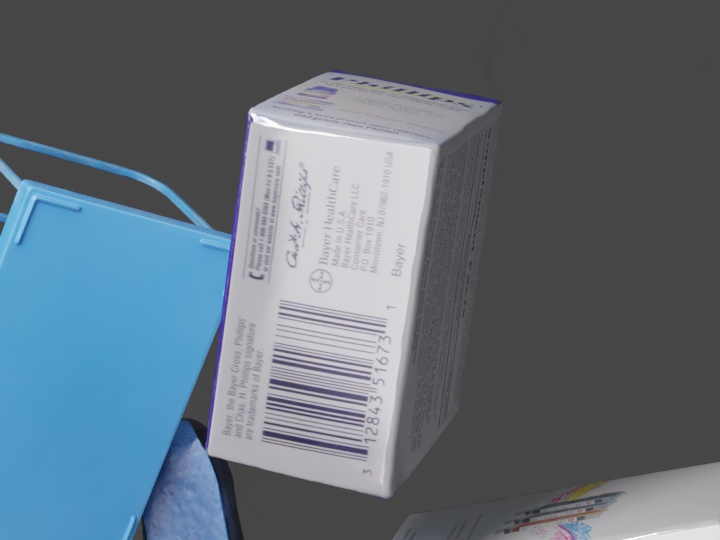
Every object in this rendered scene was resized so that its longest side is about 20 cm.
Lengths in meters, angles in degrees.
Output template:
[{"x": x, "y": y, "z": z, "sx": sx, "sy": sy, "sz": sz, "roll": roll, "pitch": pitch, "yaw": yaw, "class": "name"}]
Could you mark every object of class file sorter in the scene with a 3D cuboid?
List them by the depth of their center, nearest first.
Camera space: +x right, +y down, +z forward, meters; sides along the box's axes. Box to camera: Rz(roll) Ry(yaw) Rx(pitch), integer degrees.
[{"x": -0.179, "y": 0.039, "z": 1.398, "sx": 0.138, "sy": 0.123, "sz": 0.201, "roll": 15, "pitch": 105, "yaw": -33, "class": "file sorter"}]

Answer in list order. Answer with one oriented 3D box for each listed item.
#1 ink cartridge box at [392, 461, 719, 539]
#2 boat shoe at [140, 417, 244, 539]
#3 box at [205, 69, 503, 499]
[{"x": 0.123, "y": 0.203, "z": 1.373, "sx": 0.198, "sy": 0.145, "sz": 0.147, "roll": -11, "pitch": 97, "yaw": 14, "class": "ink cartridge box"}, {"x": -0.084, "y": 0.184, "z": 1.455, "sx": 0.083, "sy": 0.069, "sz": 0.202, "roll": 1, "pitch": 97, "yaw": 10, "class": "boat shoe"}, {"x": 0.000, "y": 0.000, "z": 1.334, "sx": 0.104, "sy": 0.200, "sz": 0.186, "roll": 11, "pitch": 102, "yaw": 11, "class": "box"}]
